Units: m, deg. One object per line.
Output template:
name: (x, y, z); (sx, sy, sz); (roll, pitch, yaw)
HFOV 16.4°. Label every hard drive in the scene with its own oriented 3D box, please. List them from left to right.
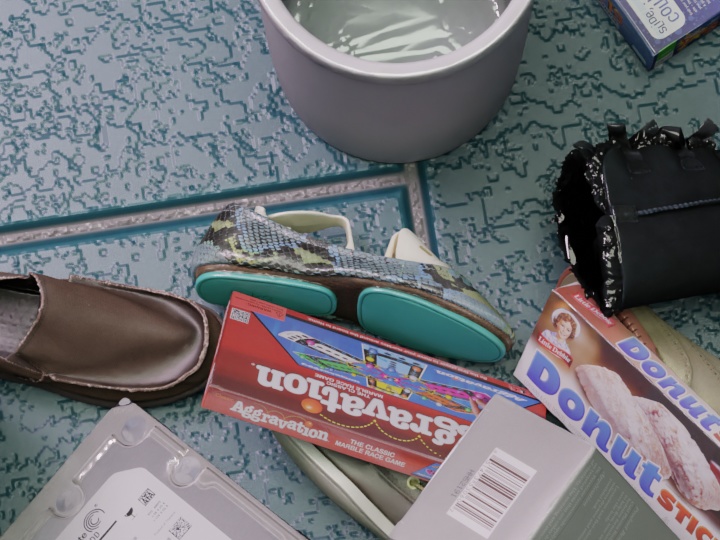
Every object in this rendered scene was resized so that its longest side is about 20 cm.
hard drive: (-0.114, 0.175, 1.425); (0.140, 0.038, 0.200); (-49, 50, -8)

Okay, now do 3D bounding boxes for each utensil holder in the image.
utensil holder: (0.021, -0.165, 1.466); (0.169, 0.200, 0.171); (0, 78, 0)

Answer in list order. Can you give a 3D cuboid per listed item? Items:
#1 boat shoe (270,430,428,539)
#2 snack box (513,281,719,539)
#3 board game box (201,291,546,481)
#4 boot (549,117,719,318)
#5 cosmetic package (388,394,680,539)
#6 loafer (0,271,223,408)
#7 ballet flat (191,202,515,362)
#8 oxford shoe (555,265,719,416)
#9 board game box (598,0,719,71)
boat shoe: (0.030, 0.135, 1.464); (0.202, 0.072, 0.060); (42, 81, 3)
snack box: (0.172, 0.096, 1.440); (0.024, 0.072, 0.200); (-19, 53, -40)
board game box: (0.011, 0.076, 1.452); (0.199, 0.103, 0.019); (18, 122, -5)
boot: (0.207, 0.003, 1.462); (0.162, 0.073, 0.199); (-3, 67, -25)
cosmetic package: (0.117, 0.169, 1.388); (0.090, 0.200, 0.107); (27, 74, 42)
loafer: (-0.179, 0.039, 1.487); (0.199, 0.071, 0.073); (3, 77, 1)
ballet flat: (0.000, 0.000, 1.500); (0.199, 0.074, 0.074); (14, 78, 0)
oxford shoe: (0.191, 0.074, 1.489); (0.074, 0.071, 0.200); (-23, 70, -36)
board game box: (0.180, -0.244, 1.566); (0.135, 0.034, 0.200); (-32, 79, -6)
